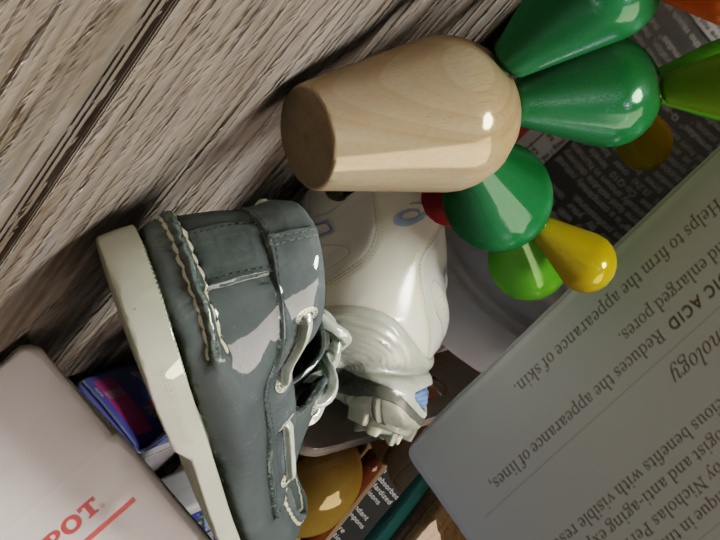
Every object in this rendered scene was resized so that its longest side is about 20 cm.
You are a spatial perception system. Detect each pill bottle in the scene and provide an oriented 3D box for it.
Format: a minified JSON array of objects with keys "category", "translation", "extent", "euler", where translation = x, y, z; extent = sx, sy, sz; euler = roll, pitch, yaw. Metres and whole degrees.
[{"category":"pill bottle","translation":[0.103,-0.054,1.040],"extent":[0.200,0.116,0.116],"euler":[-42,175,24]}]

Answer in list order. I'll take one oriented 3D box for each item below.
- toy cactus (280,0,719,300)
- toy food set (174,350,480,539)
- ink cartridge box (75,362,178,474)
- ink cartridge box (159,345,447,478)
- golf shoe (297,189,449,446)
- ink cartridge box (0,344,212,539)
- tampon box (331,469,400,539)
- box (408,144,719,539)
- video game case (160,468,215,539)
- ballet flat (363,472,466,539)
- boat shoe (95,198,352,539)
[{"category":"toy cactus","translation":[0.053,-0.061,0.830],"extent":[0.165,0.102,0.200],"euler":[-11,157,-30]},{"category":"toy food set","translation":[-0.027,0.114,1.112],"extent":[0.143,0.060,0.200],"euler":[-14,147,-50]},{"category":"ink cartridge box","translation":[-0.124,0.091,1.038],"extent":[0.200,0.042,0.119],"euler":[-39,175,11]},{"category":"ink cartridge box","translation":[-0.052,0.065,1.184],"extent":[0.200,0.068,0.116],"euler":[-40,174,1]},{"category":"golf shoe","translation":[0.000,0.000,0.994],"extent":[0.200,0.078,0.097],"euler":[-153,-98,-78]},{"category":"ink cartridge box","translation":[-0.099,0.114,0.897],"extent":[0.115,0.200,0.068],"euler":[-40,-150,-7]},{"category":"tampon box","translation":[-0.058,0.123,1.322],"extent":[0.200,0.126,0.150],"euler":[-41,176,-7]},{"category":"box","translation":[0.161,0.040,0.978],"extent":[0.200,0.131,0.199],"euler":[-45,162,33]},{"category":"video game case","translation":[-0.132,0.140,0.987],"extent":[0.200,0.018,0.143],"euler":[-23,152,-14]},{"category":"ballet flat","translation":[-0.004,0.156,1.070],"extent":[0.200,0.072,0.068],"euler":[-48,179,27]},{"category":"boat shoe","translation":[-0.029,0.036,0.834],"extent":[0.062,0.073,0.200],"euler":[-22,155,-3]}]
